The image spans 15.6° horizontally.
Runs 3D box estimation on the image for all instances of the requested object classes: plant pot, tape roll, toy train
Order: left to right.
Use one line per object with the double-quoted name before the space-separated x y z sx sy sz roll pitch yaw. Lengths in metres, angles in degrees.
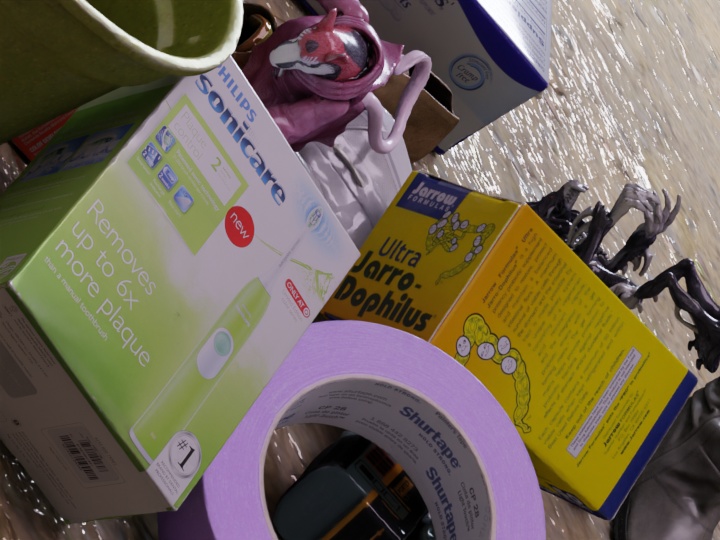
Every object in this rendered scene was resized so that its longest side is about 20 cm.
"plant pot" -0.191 -0.139 1.294 0.200 0.184 0.201 42 29 -31
"tape roll" -0.004 0.130 1.378 0.199 0.066 0.201 12 60 -22
"toy train" 0.027 0.136 1.514 0.114 0.085 0.200 49 26 1

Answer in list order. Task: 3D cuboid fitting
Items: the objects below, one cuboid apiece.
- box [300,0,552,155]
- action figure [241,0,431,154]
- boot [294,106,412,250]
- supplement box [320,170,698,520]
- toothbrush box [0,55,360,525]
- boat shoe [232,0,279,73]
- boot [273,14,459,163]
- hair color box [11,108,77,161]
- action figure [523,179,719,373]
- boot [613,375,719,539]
"box" 0.047 -0.221 1.898 0.184 0.105 0.201 46 28 -25
"action figure" -0.023 -0.104 1.499 0.148 0.135 0.200 21 -8 -11
"boot" 0.000 0.000 1.638 0.095 0.073 0.201 -30 104 -34
"supplement box" 0.092 0.046 1.596 0.200 0.110 0.109 43 -14 -36
"toothbrush box" -0.109 0.005 1.310 0.146 0.086 0.200 57 45 -23
"boat shoe" -0.078 -0.128 1.615 0.200 0.068 0.072 42 28 -33
"boot" -0.012 -0.132 1.734 0.200 0.075 0.074 31 39 -43
"hair color box" -0.179 -0.135 1.451 0.200 0.064 0.111 48 28 -19
"action figure" 0.191 -0.016 1.873 0.199 0.102 0.119 32 15 11
"boot" 0.241 0.155 1.811 0.068 0.130 0.201 37 34 -39
